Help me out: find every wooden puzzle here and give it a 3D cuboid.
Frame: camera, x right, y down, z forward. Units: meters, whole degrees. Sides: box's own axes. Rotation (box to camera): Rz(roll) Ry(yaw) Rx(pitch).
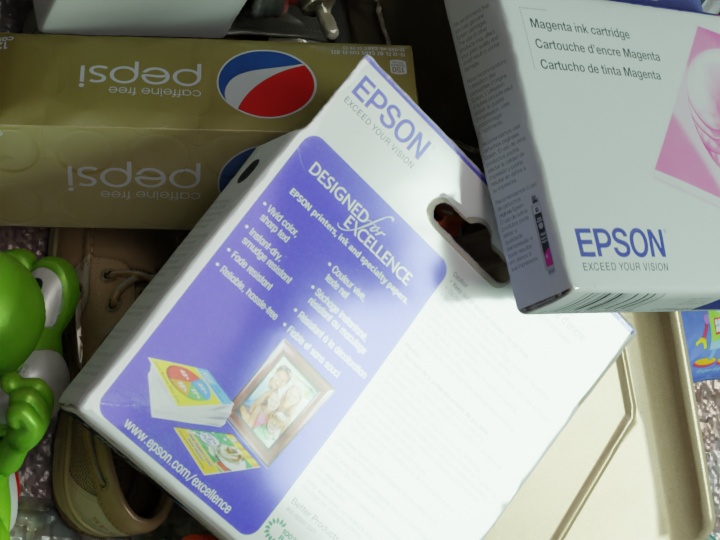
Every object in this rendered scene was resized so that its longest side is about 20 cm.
[{"bbox_3d":[0.066,0.072,0.911,0.200,0.037,0.186,-15,101,-16],"label":"wooden puzzle"}]

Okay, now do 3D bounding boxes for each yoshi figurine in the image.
[{"bbox_3d":[-0.183,0.073,0.818,0.112,0.112,0.200,23,69,-18],"label":"yoshi figurine"}]

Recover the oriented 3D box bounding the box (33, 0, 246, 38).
[{"bbox_3d":[-0.104,-0.225,0.869,0.097,0.124,0.200,-3,66,-27],"label":"box"}]

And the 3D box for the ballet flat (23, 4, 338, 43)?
[{"bbox_3d":[-0.069,-0.101,0.937,0.200,0.067,0.064,-1,60,-27],"label":"ballet flat"}]

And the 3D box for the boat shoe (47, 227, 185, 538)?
[{"bbox_3d":[-0.106,0.027,0.897,0.071,0.064,0.201,4,80,-31],"label":"boat shoe"}]

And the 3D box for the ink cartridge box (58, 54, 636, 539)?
[{"bbox_3d":[0.000,0.042,0.833,0.198,0.043,0.200,44,76,-23],"label":"ink cartridge box"}]

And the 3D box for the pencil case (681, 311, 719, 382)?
[{"bbox_3d":[0.156,0.035,1.029,0.200,0.078,0.087,-12,86,-45],"label":"pencil case"}]

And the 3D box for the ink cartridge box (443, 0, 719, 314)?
[{"bbox_3d":[0.131,-0.079,0.888,0.196,0.043,0.201,-1,74,-42],"label":"ink cartridge box"}]

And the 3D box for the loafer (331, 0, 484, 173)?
[{"bbox_3d":[0.024,-0.138,0.925,0.075,0.070,0.200,-36,102,-38],"label":"loafer"}]

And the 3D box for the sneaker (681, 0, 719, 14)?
[{"bbox_3d":[0.172,-0.171,1.056,0.108,0.070,0.200,25,41,1],"label":"sneaker"}]

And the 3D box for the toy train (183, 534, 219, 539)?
[{"bbox_3d":[-0.090,0.174,0.836,0.200,0.056,0.150,-46,148,-31],"label":"toy train"}]

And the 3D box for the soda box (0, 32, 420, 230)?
[{"bbox_3d":[-0.075,-0.063,0.861,0.199,0.068,0.064,1,48,-6],"label":"soda box"}]

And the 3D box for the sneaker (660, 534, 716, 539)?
[{"bbox_3d":[0.124,0.189,0.980,0.200,0.121,0.084,-26,96,-32],"label":"sneaker"}]

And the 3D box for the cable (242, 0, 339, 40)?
[{"bbox_3d":[-0.039,-0.200,0.904,0.050,0.097,0.200,1,56,-31],"label":"cable"}]

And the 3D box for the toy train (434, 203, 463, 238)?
[{"bbox_3d":[0.000,0.000,0.950,0.150,0.056,0.200,45,63,-41],"label":"toy train"}]
